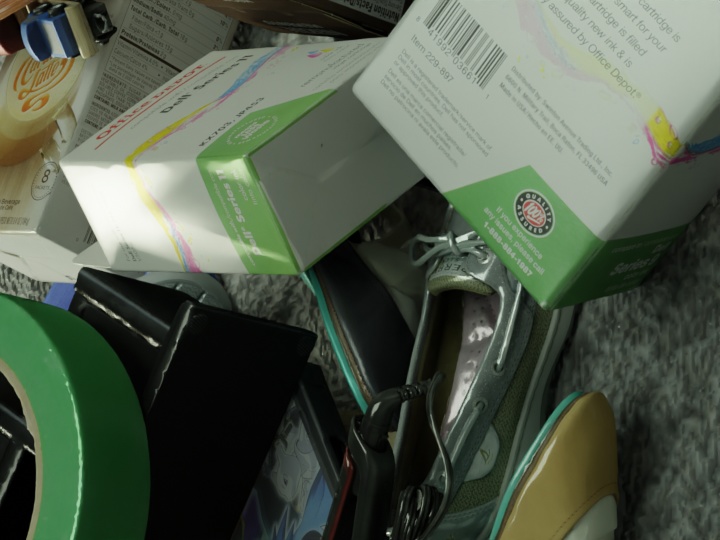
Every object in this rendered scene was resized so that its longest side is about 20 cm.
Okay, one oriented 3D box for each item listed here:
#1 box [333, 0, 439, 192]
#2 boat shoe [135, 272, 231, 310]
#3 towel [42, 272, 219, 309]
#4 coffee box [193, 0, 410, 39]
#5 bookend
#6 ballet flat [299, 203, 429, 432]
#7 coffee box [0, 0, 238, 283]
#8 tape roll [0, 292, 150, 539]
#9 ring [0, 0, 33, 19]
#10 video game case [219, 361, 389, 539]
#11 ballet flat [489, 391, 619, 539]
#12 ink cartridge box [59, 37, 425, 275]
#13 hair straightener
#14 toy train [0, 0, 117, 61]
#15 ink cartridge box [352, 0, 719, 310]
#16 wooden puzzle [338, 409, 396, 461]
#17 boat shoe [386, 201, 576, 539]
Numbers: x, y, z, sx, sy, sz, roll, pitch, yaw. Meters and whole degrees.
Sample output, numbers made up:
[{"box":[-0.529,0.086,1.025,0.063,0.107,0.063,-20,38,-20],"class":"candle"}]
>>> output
[{"box":[0.055,-0.177,1.360,0.198,0.050,0.201,-44,47,35],"class":"box"},{"box":[-0.142,0.060,1.499,0.200,0.074,0.067,-42,11,24],"class":"boat shoe"},{"box":[-0.127,0.042,1.555,0.145,0.024,0.200,-57,41,26],"class":"towel"},{"box":[-0.016,-0.221,1.361,0.113,0.080,0.201,12,87,54],"class":"coffee box"},{"box":[-0.151,0.077,1.384,0.198,0.092,0.201,31,101,41],"class":"bookend"},{"box":[0.000,0.000,1.364,0.073,0.073,0.200,-59,34,22],"class":"ballet flat"},{"box":[-0.148,-0.098,1.545,0.114,0.080,0.201,2,68,52],"class":"coffee box"},{"box":[-0.188,0.110,1.315,0.200,0.048,0.202,-11,73,39],"class":"tape roll"},{"box":[-0.196,-0.186,1.551,0.200,0.019,0.201,-26,23,12],"class":"ring"},{"box":[-0.062,0.175,1.362,0.200,0.025,0.181,-42,53,28],"class":"video game case"},{"box":[0.080,0.149,1.227,0.063,0.069,0.201,35,113,23],"class":"ballet flat"},{"box":[-0.064,-0.056,1.339,0.200,0.117,0.068,0,122,51],"class":"ink cartridge box"},{"box":[0.012,0.141,1.237,0.077,0.041,0.201,30,110,34],"class":"hair straightener"},{"box":[-0.194,-0.139,1.517,0.200,0.046,0.034,12,126,57],"class":"toy train"},{"box":[0.113,-0.106,1.191,0.145,0.087,0.200,49,123,22],"class":"ink cartridge box"},{"box":[-0.047,0.164,1.388,0.199,0.037,0.186,-9,73,47],"class":"wooden puzzle"},{"box":[0.052,0.031,1.282,0.074,0.065,0.203,4,83,54],"class":"boat shoe"}]
